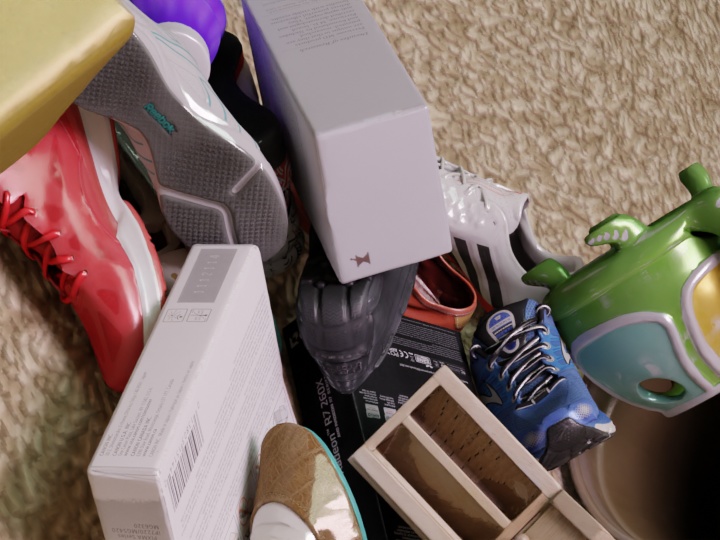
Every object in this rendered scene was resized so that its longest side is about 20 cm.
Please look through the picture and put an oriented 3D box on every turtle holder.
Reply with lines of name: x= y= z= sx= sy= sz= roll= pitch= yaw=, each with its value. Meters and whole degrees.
turtle holder: x=0.213 y=0.011 z=1.474 sx=0.132 sy=0.185 sz=0.141 roll=58 pitch=23 yaw=1

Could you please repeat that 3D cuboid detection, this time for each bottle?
bottle: x=-0.123 y=-0.165 z=1.397 sx=0.083 sy=0.065 sz=0.200 roll=42 pitch=16 yaw=-27

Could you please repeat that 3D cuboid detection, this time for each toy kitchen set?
toy kitchen set: x=0.051 y=0.170 z=1.220 sx=0.181 sy=0.163 sz=0.200 roll=46 pitch=-3 yaw=4

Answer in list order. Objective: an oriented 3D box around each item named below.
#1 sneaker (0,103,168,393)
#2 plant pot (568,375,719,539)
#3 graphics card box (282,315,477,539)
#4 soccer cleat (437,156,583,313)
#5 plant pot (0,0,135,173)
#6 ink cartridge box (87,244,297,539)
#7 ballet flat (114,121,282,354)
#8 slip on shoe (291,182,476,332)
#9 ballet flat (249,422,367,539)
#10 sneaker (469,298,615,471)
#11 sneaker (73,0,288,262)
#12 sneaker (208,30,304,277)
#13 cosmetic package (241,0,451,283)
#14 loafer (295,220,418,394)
sneaker: x=-0.185 y=-0.019 z=1.265 sx=0.115 sy=0.078 sz=0.201 roll=-7 pitch=68 yaw=-32
plant pot: x=0.269 y=0.136 z=1.574 sx=0.173 sy=0.199 sz=0.201 roll=41 pitch=33 yaw=-46
graphics card box: x=0.028 y=0.121 z=1.396 sx=0.125 sy=0.051 sz=0.201 roll=15 pitch=51 yaw=-43
soccer cleat: x=0.069 y=-0.043 z=1.555 sx=0.200 sy=0.085 sz=0.069 roll=45 pitch=35 yaw=-13
plant pot: x=-0.265 y=-0.097 z=1.099 sx=0.194 sy=0.195 sz=0.200 roll=45 pitch=61 yaw=-6
ink cartridge box: x=-0.083 y=0.113 z=1.245 sx=0.201 sy=0.044 sz=0.177 roll=-69 pitch=154 yaw=-52
ballet flat: x=-0.119 y=-0.019 z=1.344 sx=0.063 sy=0.067 sz=0.201 roll=-23 pitch=78 yaw=-27
slip on shoe: x=0.002 y=-0.030 z=1.485 sx=0.200 sy=0.061 sz=0.074 roll=48 pitch=35 yaw=-8
ballet flat: x=-0.027 y=0.186 z=1.235 sx=0.072 sy=0.068 sz=0.202 roll=-23 pitch=101 yaw=-45
sneaker: x=0.103 y=0.072 z=1.443 sx=0.090 sy=0.078 sz=0.200 roll=63 pitch=-2 yaw=-14
sneaker: x=-0.102 y=-0.088 z=1.277 sx=0.201 sy=0.070 sz=0.080 roll=54 pitch=19 yaw=-28
sneaker: x=-0.086 y=-0.071 z=1.419 sx=0.202 sy=0.067 sz=0.109 roll=-122 pitch=-160 yaw=-58
cosmetic package: x=-0.011 y=-0.091 z=1.351 sx=0.200 sy=0.071 sz=0.102 roll=-116 pitch=-168 yaw=-56
loafer: x=0.000 y=0.000 z=1.377 sx=0.201 sy=0.068 sz=0.071 roll=-71 pitch=157 yaw=-58
